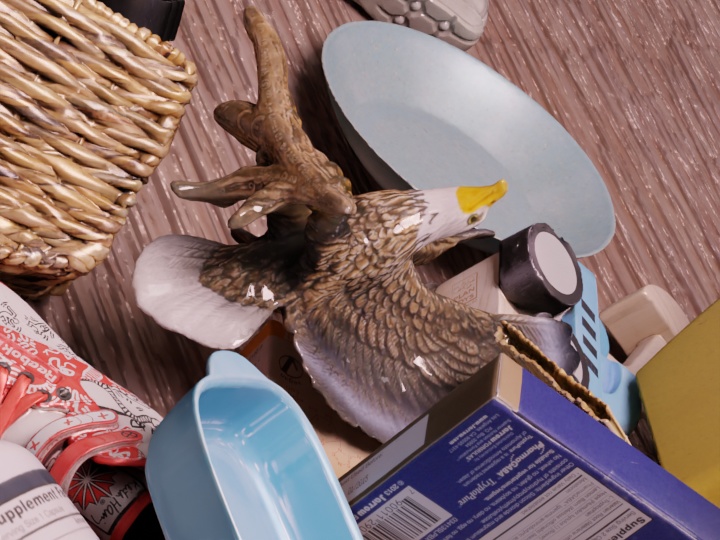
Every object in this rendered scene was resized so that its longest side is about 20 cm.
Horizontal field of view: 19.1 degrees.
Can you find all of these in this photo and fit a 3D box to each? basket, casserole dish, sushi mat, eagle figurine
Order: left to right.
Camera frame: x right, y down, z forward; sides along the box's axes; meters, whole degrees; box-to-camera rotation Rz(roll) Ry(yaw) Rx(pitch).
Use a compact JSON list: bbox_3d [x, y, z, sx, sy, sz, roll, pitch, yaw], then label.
[{"bbox_3d":[-0.201,-0.072,0.976,0.199,0.149,0.144,32,71,-19],"label":"basket"},{"bbox_3d":[-0.027,0.129,0.823,0.201,0.039,0.121,66,17,12],"label":"casserole dish"},{"bbox_3d":[0.007,-0.001,0.972,0.200,0.150,0.153,53,51,-52],"label":"eagle figurine"},{"bbox_3d":[0.128,0.109,0.966,0.200,0.012,0.096,55,-8,-33],"label":"sushi mat"}]

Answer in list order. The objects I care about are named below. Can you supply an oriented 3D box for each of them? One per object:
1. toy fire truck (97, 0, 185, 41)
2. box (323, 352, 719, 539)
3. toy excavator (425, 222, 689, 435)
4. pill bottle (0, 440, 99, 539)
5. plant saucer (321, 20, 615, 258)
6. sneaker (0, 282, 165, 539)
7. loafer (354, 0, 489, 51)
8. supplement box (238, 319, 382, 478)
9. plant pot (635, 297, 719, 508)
[{"bbox_3d":[-0.174,-0.202,1.065,0.198,0.130,0.176,16,7,-3],"label":"toy fire truck"},{"bbox_3d":[0.092,0.126,0.909,0.199,0.121,0.033,36,36,-20],"label":"box"},{"bbox_3d":[0.115,0.056,1.165,0.200,0.100,0.195,40,36,-32],"label":"toy excavator"},{"bbox_3d":[-0.146,0.133,0.786,0.200,0.120,0.119,52,36,8],"label":"pill bottle"},{"bbox_3d":[0.055,-0.065,1.232,0.200,0.039,0.202,28,29,-17],"label":"plant saucer"},{"bbox_3d":[-0.138,0.057,0.874,0.201,0.067,0.108,37,-1,-18],"label":"sneaker"},{"bbox_3d":[-0.001,-0.206,1.302,0.200,0.070,0.070,37,45,-28],"label":"loafer"},{"bbox_3d":[-0.013,0.136,0.957,0.125,0.074,0.201,27,40,-24],"label":"supplement box"},{"bbox_3d":[0.249,0.103,1.082,0.200,0.175,0.201,-93,158,-64],"label":"plant pot"}]
